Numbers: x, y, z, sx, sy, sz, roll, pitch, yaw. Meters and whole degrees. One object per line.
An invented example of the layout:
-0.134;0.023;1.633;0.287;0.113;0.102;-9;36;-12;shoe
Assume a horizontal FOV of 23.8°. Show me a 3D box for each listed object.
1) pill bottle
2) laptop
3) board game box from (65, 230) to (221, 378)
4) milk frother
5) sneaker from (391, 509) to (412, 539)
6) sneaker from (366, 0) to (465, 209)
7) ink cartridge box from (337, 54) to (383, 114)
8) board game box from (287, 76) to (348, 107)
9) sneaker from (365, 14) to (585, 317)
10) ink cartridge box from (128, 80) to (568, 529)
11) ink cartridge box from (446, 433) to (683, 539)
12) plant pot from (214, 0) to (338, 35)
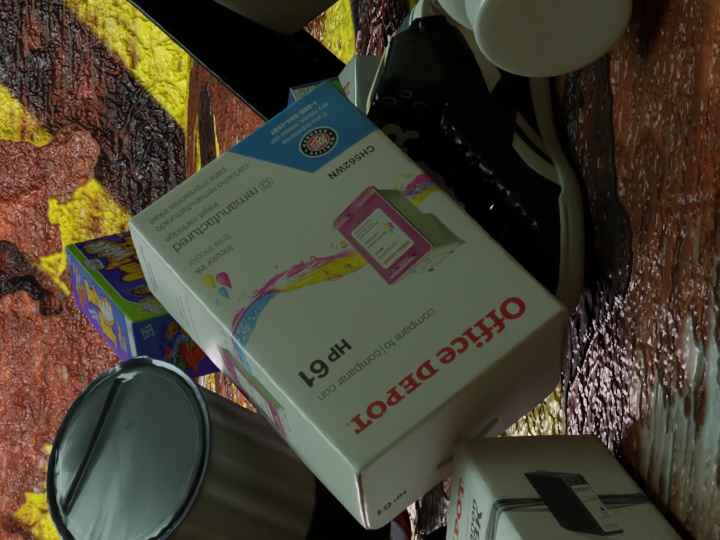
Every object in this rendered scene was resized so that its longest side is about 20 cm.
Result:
0.080;-0.195;0.875;0.109;0.109;0.200;104;162;-49;pill bottle
-0.089;-0.151;1.384;0.187;0.200;0.116;41;126;17;laptop
-0.102;0.011;1.095;0.200;0.134;0.045;-147;45;-65;board game box
-0.039;0.144;0.967;0.188;0.200;0.181;32;-141;-51;milk frother
0.013;0.110;1.321;0.200;0.112;0.071;60;163;2;sneaker
0.048;-0.078;1.088;0.079;0.078;0.200;137;143;-54;sneaker
0.021;-0.040;1.212;0.146;0.083;0.201;143;126;-75;ink cartridge box
0.000;0.000;1.056;0.136;0.034;0.200;103;148;-55;board game box
0.057;-0.057;0.970;0.073;0.112;0.200;106;161;-53;sneaker
-0.005;0.016;0.920;0.200;0.144;0.085;45;162;24;ink cartridge box
0.100;0.182;0.817;0.200;0.083;0.145;-121;34;-70;ink cartridge box
-0.067;-0.305;1.319;0.177;0.200;0.200;45;-162;-34;plant pot
